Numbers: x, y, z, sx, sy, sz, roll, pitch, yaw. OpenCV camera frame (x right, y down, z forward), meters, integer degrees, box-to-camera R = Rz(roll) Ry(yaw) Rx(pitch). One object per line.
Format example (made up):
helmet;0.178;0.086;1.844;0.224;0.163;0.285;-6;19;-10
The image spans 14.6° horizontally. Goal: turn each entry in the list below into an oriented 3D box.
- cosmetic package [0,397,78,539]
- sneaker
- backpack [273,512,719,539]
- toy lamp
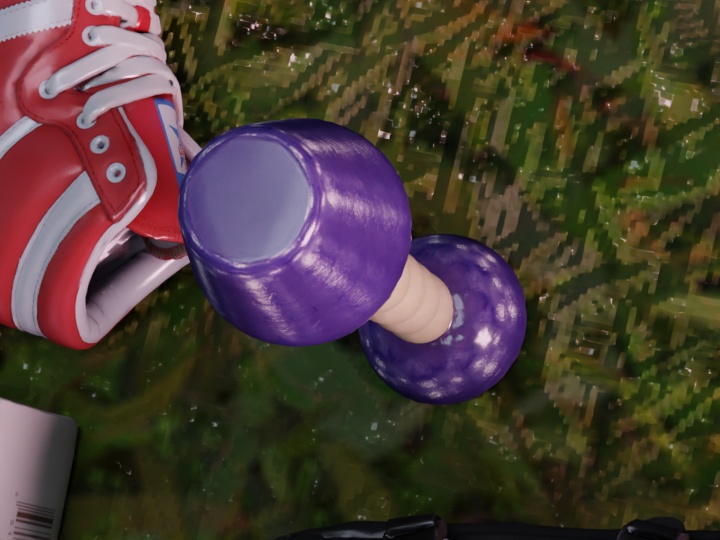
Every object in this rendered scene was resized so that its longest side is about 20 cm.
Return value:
cosmetic package;-0.193;0.073;0.843;0.199;0.074;0.102;8;82;16
sneaker;-0.076;-0.076;0.828;0.112;0.071;0.201;23;95;22
backpack;0.050;0.180;0.729;0.163;0.154;0.201;-2;58;13
toy lamp;0.000;0.000;0.733;0.058;0.200;0.058;-3;80;16
